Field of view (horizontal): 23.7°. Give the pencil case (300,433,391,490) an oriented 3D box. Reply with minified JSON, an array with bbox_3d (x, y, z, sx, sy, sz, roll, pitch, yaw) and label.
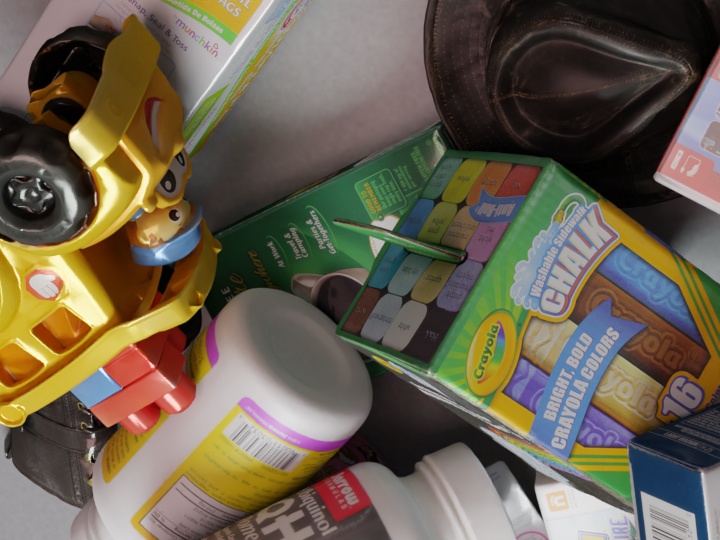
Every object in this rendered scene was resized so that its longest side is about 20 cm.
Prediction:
[{"bbox_3d":[-0.064,0.183,1.102,0.083,0.087,0.200,32,123,-23],"label":"pencil case"}]

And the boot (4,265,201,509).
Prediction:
[{"bbox_3d":[-0.168,0.078,1.101,0.199,0.069,0.175,16,120,41],"label":"boot"}]

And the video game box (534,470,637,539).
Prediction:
[{"bbox_3d":[0.212,0.186,0.996,0.181,0.047,0.201,-13,106,17],"label":"video game box"}]

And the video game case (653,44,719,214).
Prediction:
[{"bbox_3d":[0.250,-0.101,0.828,0.143,0.017,0.201,28,106,10],"label":"video game case"}]

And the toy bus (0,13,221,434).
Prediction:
[{"bbox_3d":[-0.143,-0.006,0.911,0.200,0.136,0.192,-34,113,27],"label":"toy bus"}]

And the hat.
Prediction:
[{"bbox_3d":[0.126,-0.108,0.893,0.200,0.081,0.202,4,111,10],"label":"hat"}]

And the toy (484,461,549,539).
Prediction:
[{"bbox_3d":[0.089,0.212,1.067,0.115,0.047,0.200,-31,106,11],"label":"toy"}]

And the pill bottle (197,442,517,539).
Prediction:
[{"bbox_3d":[-0.015,0.175,0.958,0.199,0.111,0.111,-25,103,-10],"label":"pill bottle"}]

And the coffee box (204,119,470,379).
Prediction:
[{"bbox_3d":[0.000,0.000,1.021,0.199,0.044,0.123,-26,99,28],"label":"coffee box"}]

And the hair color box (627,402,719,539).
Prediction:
[{"bbox_3d":[0.235,0.108,0.879,0.060,0.199,0.101,19,122,58],"label":"hair color box"}]

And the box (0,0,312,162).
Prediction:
[{"bbox_3d":[-0.114,-0.132,0.973,0.101,0.113,0.200,41,122,1],"label":"box"}]

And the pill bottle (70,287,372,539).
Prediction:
[{"bbox_3d":[-0.089,0.110,1.012,0.104,0.104,0.200,43,118,0],"label":"pill bottle"}]

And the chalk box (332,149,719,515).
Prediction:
[{"bbox_3d":[0.079,0.017,0.889,0.200,0.125,0.124,35,83,-24],"label":"chalk box"}]
